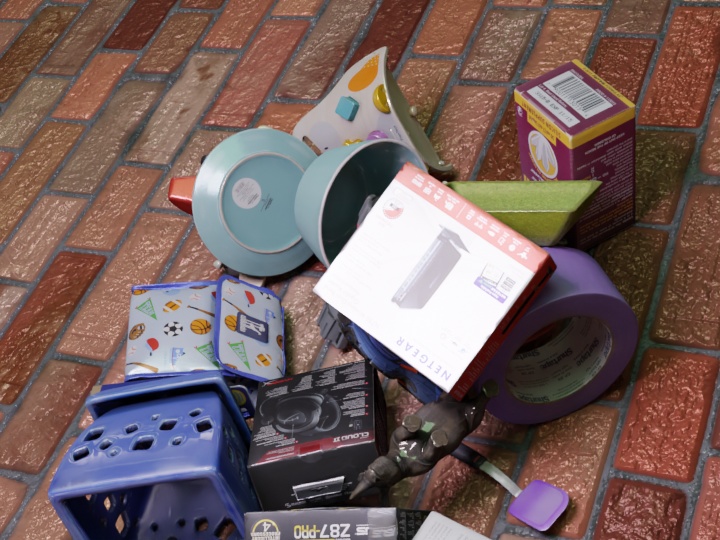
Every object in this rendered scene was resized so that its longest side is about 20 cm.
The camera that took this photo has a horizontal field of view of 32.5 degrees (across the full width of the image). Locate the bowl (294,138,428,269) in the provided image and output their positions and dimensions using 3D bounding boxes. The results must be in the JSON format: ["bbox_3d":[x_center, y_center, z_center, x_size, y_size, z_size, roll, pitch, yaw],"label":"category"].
[{"bbox_3d":[-0.011,-0.085,1.647,0.105,0.201,0.201,21,56,45],"label":"bowl"}]

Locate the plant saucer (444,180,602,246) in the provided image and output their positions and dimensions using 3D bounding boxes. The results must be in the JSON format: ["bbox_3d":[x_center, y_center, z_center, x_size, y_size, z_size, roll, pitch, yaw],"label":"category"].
[{"bbox_3d":[0.172,-0.066,1.453,0.199,0.048,0.200,1,14,20],"label":"plant saucer"}]

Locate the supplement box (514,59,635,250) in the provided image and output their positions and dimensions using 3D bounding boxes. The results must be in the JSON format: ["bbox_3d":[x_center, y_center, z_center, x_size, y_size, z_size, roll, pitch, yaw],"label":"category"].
[{"bbox_3d":[0.278,-0.147,1.594,0.103,0.201,0.131,-27,45,-14],"label":"supplement box"}]

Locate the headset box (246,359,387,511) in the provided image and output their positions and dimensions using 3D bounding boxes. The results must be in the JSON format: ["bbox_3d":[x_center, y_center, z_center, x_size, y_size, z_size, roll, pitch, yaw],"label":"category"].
[{"bbox_3d":[-0.046,0.195,1.428,0.148,0.078,0.200,-13,27,6],"label":"headset box"}]

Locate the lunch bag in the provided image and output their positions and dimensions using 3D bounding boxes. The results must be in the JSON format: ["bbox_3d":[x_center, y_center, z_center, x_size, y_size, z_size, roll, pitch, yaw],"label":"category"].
[{"bbox_3d":[-0.196,0.100,1.582,0.199,0.124,0.171,-2,46,-2],"label":"lunch bag"}]

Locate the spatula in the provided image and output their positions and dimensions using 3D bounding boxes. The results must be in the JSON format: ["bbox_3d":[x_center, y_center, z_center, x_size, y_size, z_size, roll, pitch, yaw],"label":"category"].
[{"bbox_3d":[0.152,0.231,1.408,0.056,0.021,0.200,-43,49,-20],"label":"spatula"}]

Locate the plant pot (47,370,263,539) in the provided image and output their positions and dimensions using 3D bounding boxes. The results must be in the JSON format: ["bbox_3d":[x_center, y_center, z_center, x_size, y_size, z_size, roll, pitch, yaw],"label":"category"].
[{"bbox_3d":[-0.214,0.235,1.409,0.199,0.201,0.180,-12,39,10],"label":"plant pot"}]

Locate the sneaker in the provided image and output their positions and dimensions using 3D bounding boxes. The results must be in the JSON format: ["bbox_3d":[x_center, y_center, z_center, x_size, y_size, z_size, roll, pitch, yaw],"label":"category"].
[{"bbox_3d":[0.052,0.091,1.451,0.079,0.200,0.075,-53,30,-2],"label":"sneaker"}]

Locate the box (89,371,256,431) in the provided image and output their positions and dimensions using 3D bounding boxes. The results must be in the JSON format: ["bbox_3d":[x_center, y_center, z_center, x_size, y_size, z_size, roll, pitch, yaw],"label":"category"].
[{"bbox_3d":[-0.216,0.180,1.507,0.199,0.122,0.033,-6,41,12],"label":"box"}]

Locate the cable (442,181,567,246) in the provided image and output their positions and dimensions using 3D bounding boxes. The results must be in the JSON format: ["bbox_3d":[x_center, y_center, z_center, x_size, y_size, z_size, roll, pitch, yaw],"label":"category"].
[{"bbox_3d":[0.185,-0.078,1.640,0.200,0.097,0.051,25,99,45],"label":"cable"}]

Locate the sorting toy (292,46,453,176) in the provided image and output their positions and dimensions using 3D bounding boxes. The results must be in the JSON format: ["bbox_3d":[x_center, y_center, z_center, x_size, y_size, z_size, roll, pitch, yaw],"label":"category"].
[{"bbox_3d":[0.001,-0.178,1.740,0.179,0.201,0.107,-22,19,29],"label":"sorting toy"}]

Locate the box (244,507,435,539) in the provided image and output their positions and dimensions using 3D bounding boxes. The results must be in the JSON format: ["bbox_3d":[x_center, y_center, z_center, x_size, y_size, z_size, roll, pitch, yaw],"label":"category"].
[{"bbox_3d":[-0.015,0.274,1.303,0.160,0.200,0.049,-6,77,13],"label":"box"}]

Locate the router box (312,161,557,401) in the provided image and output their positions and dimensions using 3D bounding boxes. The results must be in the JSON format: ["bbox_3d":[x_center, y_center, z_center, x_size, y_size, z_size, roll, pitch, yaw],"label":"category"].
[{"bbox_3d":[0.079,0.010,1.326,0.200,0.049,0.180,35,87,25],"label":"router box"}]

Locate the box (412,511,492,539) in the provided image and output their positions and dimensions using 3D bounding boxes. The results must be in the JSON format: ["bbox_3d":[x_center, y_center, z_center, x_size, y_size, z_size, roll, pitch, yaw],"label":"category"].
[{"bbox_3d":[0.137,0.352,1.206,0.199,0.153,0.106,21,57,32],"label":"box"}]

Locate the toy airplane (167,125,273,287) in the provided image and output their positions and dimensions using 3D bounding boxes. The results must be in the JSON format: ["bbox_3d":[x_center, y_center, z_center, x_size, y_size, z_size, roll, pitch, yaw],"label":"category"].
[{"bbox_3d":[-0.149,-0.087,1.747,0.200,0.141,0.199,-37,85,-29],"label":"toy airplane"}]

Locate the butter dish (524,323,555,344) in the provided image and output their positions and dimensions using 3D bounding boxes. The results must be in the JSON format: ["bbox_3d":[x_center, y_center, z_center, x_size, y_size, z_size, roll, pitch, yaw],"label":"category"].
[{"bbox_3d":[0.117,0.009,1.541,0.199,0.148,0.200,-22,46,-3],"label":"butter dish"}]

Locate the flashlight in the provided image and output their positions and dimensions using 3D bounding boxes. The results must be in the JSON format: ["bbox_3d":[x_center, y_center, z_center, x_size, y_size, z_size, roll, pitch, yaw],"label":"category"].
[{"bbox_3d":[0.000,0.000,1.560,0.068,0.201,0.068,34,34,11],"label":"flashlight"}]

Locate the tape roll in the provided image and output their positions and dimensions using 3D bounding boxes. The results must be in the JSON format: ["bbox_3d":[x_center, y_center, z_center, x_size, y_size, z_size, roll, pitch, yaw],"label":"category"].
[{"bbox_3d":[0.209,0.076,1.409,0.199,0.201,0.085,-23,44,-4],"label":"tape roll"}]

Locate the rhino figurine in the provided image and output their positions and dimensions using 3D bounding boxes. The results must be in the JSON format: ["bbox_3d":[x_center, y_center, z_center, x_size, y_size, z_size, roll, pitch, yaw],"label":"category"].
[{"bbox_3d":[0.063,0.187,1.326,0.200,0.088,0.060,-37,73,-27],"label":"rhino figurine"}]

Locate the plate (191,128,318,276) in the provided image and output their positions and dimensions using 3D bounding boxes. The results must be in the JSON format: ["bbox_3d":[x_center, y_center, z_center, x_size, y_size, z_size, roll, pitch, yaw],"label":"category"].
[{"bbox_3d":[-0.128,-0.091,1.665,0.200,0.201,0.026,-34,15,-15],"label":"plate"}]
